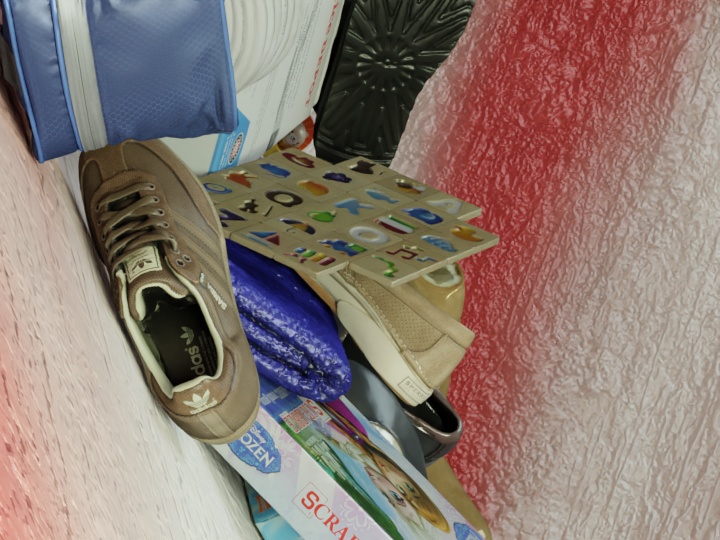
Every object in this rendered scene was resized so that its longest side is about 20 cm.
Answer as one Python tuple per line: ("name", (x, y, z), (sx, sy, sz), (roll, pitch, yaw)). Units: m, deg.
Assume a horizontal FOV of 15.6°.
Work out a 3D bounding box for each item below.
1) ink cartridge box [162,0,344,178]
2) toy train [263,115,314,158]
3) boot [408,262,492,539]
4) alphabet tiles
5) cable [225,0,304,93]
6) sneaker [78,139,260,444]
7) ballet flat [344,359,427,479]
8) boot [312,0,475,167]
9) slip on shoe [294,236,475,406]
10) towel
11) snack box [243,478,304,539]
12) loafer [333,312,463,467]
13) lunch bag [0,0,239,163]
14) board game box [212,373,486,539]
("ink cartridge box", (-0.085, -0.151, 1.763), (0.200, 0.084, 0.145), (-46, 155, -62))
("toy train", (-0.049, -0.083, 1.948), (0.200, 0.056, 0.150), (51, 9, -51))
("boot", (0.050, 0.098, 1.935), (0.175, 0.066, 0.201), (35, -57, 49))
("alphabet tiles", (-0.013, -0.036, 1.671), (0.200, 0.166, 0.006), (-22, 130, -55))
("cable", (-0.128, -0.185, 1.588), (0.200, 0.200, 0.069), (49, 44, -12))
("sneaker", (-0.107, -0.004, 1.440), (0.200, 0.070, 0.076), (64, 2, 21))
("ballet flat", (0.018, 0.154, 1.756), (0.073, 0.073, 0.200), (-112, -179, -71))
("boot", (0.013, -0.182, 1.903), (0.079, 0.211, 0.158), (21, 27, -15))
("slip on shoe", (0.000, 0.000, 1.681), (0.200, 0.061, 0.076), (52, 7, 39))
("towel", (-0.071, 0.013, 1.639), (0.147, 0.050, 0.200), (30, 8, -10))
("snack box", (-0.040, 0.157, 1.708), (0.116, 0.037, 0.200), (62, 2, -24))
("loafer", (-0.001, 0.054, 1.855), (0.200, 0.072, 0.063), (47, -29, -5))
("lunch bag", (-0.146, -0.159, 1.433), (0.200, 0.132, 0.136), (-107, -170, -55))
("board game box", (-0.002, 0.138, 1.609), (0.200, 0.041, 0.200), (45, 9, 3))
